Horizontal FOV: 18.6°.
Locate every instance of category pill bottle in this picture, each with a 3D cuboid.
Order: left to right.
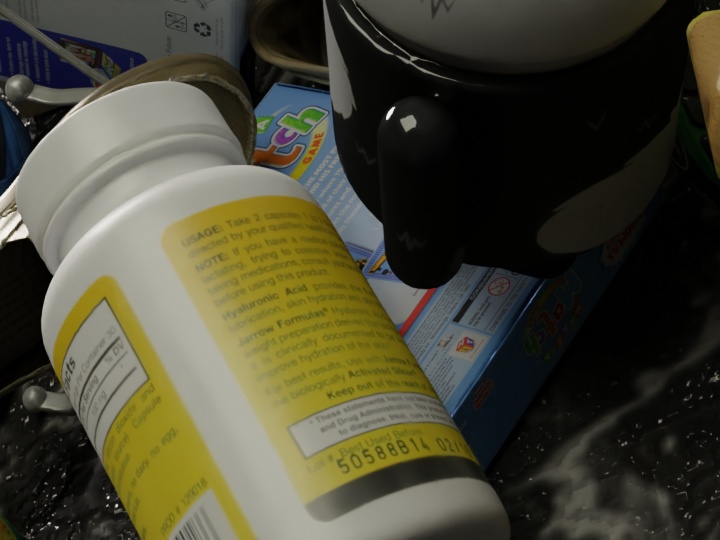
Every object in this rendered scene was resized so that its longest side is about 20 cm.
[{"bbox_3d":[-0.042,0.035,0.752,0.111,0.111,0.201,-32,65,2],"label":"pill bottle"}]

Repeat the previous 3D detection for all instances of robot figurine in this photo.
[{"bbox_3d":[0.047,-0.082,0.734,0.124,0.200,0.151,-17,57,-9],"label":"robot figurine"}]

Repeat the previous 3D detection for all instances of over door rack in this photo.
[{"bbox_3d":[-0.173,-0.052,0.924,0.066,0.200,0.148,-18,40,41],"label":"over door rack"}]

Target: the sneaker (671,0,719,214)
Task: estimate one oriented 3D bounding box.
[{"bbox_3d":[0.120,-0.091,0.865,0.078,0.085,0.201,-1,47,-23],"label":"sneaker"}]

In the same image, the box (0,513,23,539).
[{"bbox_3d":[-0.166,0.163,0.814,0.117,0.048,0.200,-34,41,1],"label":"box"}]

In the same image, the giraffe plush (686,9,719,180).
[{"bbox_3d":[0.197,-0.016,0.686,0.161,0.174,0.200,-13,8,10],"label":"giraffe plush"}]

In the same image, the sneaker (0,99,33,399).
[{"bbox_3d":[-0.191,-0.010,0.985,0.066,0.079,0.201,-16,43,18],"label":"sneaker"}]

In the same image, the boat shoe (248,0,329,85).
[{"bbox_3d":[0.024,-0.101,0.894,0.200,0.065,0.073,5,95,57],"label":"boat shoe"}]

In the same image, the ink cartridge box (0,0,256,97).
[{"bbox_3d":[-0.144,-0.125,0.988,0.199,0.100,0.039,14,53,7],"label":"ink cartridge box"}]

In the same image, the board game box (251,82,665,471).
[{"bbox_3d":[0.000,0.000,0.872,0.199,0.037,0.152,14,59,42],"label":"board game box"}]

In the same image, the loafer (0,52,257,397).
[{"bbox_3d":[-0.108,-0.007,0.860,0.200,0.076,0.067,-45,36,-17],"label":"loafer"}]

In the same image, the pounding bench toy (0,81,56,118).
[{"bbox_3d":[-0.153,-0.212,1.067,0.124,0.200,0.157,-19,42,18],"label":"pounding bench toy"}]
